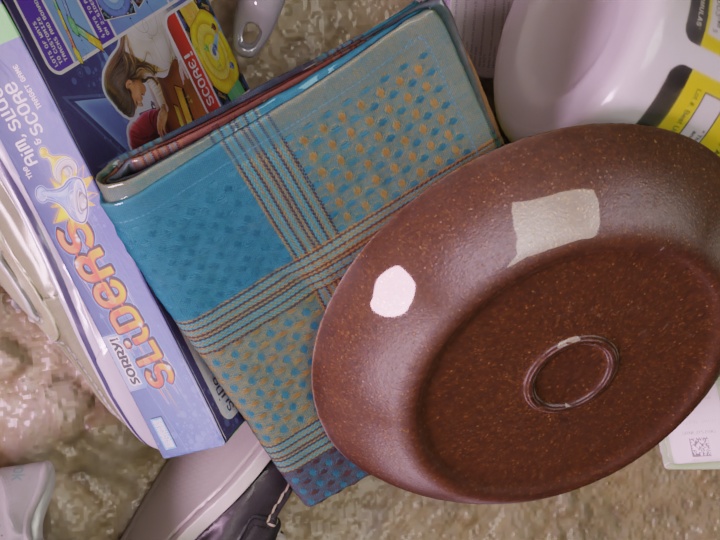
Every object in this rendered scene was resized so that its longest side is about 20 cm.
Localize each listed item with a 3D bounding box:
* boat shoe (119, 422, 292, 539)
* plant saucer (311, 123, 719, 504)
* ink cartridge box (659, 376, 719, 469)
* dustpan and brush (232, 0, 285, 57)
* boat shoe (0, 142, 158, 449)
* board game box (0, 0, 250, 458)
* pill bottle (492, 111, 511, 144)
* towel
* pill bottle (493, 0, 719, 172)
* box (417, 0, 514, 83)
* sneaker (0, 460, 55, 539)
[{"bbox_3d":[-0.071,0.129,0.763,0.060,0.074,0.200,41,81,-23],"label":"boat shoe"},{"bbox_3d":[0.080,0.032,0.686,0.200,0.037,0.201,-12,132,-13],"label":"plant saucer"},{"bbox_3d":[0.171,-0.020,0.838,0.145,0.048,0.201,-33,114,-58],"label":"ink cartridge box"},{"bbox_3d":[-0.019,-0.191,0.734,0.139,0.057,0.201,19,90,-5],"label":"dustpan and brush"},{"bbox_3d":[-0.128,-0.008,0.733,0.201,0.062,0.072,65,25,-16],"label":"boat shoe"},{"bbox_3d":[-0.084,-0.040,0.719,0.201,0.034,0.135,65,31,-15],"label":"board game box"},{"bbox_3d":[0.049,-0.001,0.773,0.200,0.111,0.111,44,76,-39],"label":"pill bottle"},{"bbox_3d":[0.000,0.000,0.669,0.146,0.022,0.200,-29,132,0],"label":"towel"},{"bbox_3d":[0.166,-0.070,0.731,0.199,0.112,0.113,20,86,-28],"label":"pill bottle"},{"bbox_3d":[0.056,-0.192,0.810,0.041,0.039,0.201,2,94,-25],"label":"box"},{"bbox_3d":[-0.128,0.172,0.690,0.088,0.075,0.201,-23,72,-3],"label":"sneaker"}]
